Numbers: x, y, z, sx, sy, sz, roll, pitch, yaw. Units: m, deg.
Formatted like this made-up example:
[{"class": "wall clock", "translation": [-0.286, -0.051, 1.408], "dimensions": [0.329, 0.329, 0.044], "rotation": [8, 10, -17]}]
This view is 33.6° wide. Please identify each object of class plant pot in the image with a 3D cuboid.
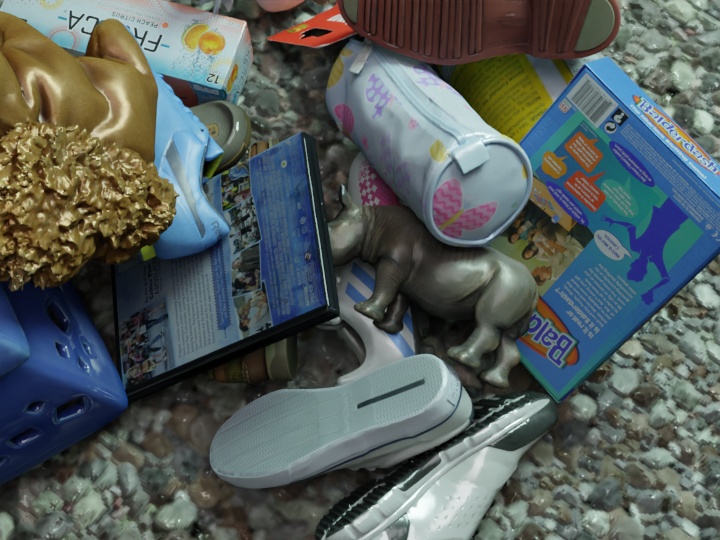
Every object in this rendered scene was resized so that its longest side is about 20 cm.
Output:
[{"class": "plant pot", "translation": [-0.308, 0.045, 0.821], "dimensions": [0.200, 0.180, 0.200], "rotation": [-30, 71, -2]}]

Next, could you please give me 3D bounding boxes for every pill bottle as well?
[{"class": "pill bottle", "translation": [0.141, -0.133, 0.933], "dimensions": [0.114, 0.114, 0.200], "rotation": [-24, 71, -9]}]

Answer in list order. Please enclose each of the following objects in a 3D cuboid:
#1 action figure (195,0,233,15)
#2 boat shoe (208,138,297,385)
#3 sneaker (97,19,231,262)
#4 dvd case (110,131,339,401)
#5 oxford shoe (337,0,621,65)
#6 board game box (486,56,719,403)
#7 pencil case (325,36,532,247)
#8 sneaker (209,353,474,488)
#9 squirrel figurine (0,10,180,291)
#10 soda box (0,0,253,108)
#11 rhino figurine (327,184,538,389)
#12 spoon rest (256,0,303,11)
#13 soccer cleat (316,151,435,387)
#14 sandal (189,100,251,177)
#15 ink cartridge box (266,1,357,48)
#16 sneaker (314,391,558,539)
[{"class": "action figure", "translation": [-0.116, -0.288, 0.966], "dimensions": [0.069, 0.130, 0.200], "rotation": [20, 31, -16]}, {"class": "boat shoe", "translation": [-0.087, -0.011, 0.910], "dimensions": [0.068, 0.072, 0.200], "rotation": [-4, 64, 5]}, {"class": "sneaker", "translation": [-0.147, -0.101, 0.882], "dimensions": [0.078, 0.066, 0.200], "rotation": [-15, 69, -7]}, {"class": "dvd case", "translation": [-0.106, 0.000, 0.870], "dimensions": [0.200, 0.018, 0.143], "rotation": [-23, 62, 29]}, {"class": "oxford shoe", "translation": [0.084, -0.191, 0.866], "dimensions": [0.200, 0.071, 0.075], "rotation": [8, 27, 2]}, {"class": "board game box", "translation": [0.157, -0.025, 0.843], "dimensions": [0.152, 0.200, 0.045], "rotation": [48, 35, 12]}, {"class": "pencil case", "translation": [0.045, -0.099, 0.853], "dimensions": [0.083, 0.091, 0.200], "rotation": [-15, 38, -17]}, {"class": "sneaker", "translation": [-0.012, 0.121, 0.853], "dimensions": [0.200, 0.071, 0.073], "rotation": [-17, 49, 22]}, {"class": "squirrel figurine", "translation": [-0.214, -0.087, 0.756], "dimensions": [0.141, 0.187, 0.200], "rotation": [-39, 66, 12]}, {"class": "soda box", "translation": [-0.192, -0.186, 0.980], "dimensions": [0.200, 0.064, 0.068], "rotation": [16, 71, 7]}, {"class": "rhino figurine", "translation": [0.033, 0.001, 0.844], "dimensions": [0.200, 0.060, 0.088], "rotation": [27, 82, 12]}, {"class": "spoon rest", "translation": [-0.033, -0.296, 1.015], "dimensions": [0.061, 0.099, 0.200], "rotation": [26, 56, 26]}, {"class": "soccer cleat", "translation": [0.000, 0.000, 0.906], "dimensions": [0.086, 0.070, 0.200], "rotation": [-9, 70, -4]}, {"class": "sandal", "translation": [-0.183, -0.084, 0.934], "dimensions": [0.200, 0.055, 0.082], "rotation": [-20, 65, 9]}, {"class": "ink cartridge box", "translation": [0.022, -0.244, 0.955], "dimensions": [0.200, 0.162, 0.050], "rotation": [-27, 110, -11]}, {"class": "sneaker", "translation": [0.065, 0.160, 0.856], "dimensions": [0.200, 0.074, 0.080], "rotation": [-35, 96, -12]}]
